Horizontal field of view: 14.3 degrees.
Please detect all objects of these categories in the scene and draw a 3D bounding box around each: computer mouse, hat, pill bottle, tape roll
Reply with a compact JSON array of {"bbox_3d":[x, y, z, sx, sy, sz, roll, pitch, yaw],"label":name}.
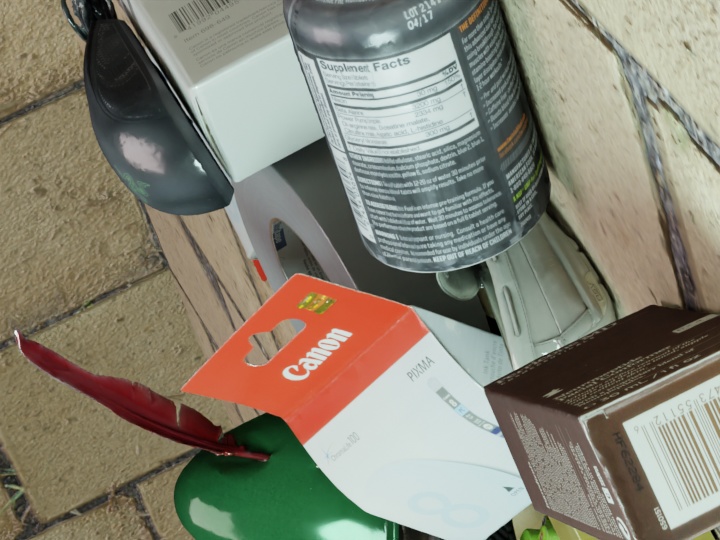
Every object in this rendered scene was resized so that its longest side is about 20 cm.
[{"bbox_3d":[-0.128,-0.086,1.667,0.139,0.053,0.200,58,179,-32],"label":"computer mouse"},{"bbox_3d":[-0.097,0.142,1.728,0.200,0.175,0.167,38,127,56],"label":"hat"},{"bbox_3d":[0.024,-0.106,1.450,0.106,0.106,0.201,54,166,54],"label":"pill bottle"},{"bbox_3d":[0.000,0.000,1.709,0.201,0.066,0.201,54,165,22],"label":"tape roll"}]

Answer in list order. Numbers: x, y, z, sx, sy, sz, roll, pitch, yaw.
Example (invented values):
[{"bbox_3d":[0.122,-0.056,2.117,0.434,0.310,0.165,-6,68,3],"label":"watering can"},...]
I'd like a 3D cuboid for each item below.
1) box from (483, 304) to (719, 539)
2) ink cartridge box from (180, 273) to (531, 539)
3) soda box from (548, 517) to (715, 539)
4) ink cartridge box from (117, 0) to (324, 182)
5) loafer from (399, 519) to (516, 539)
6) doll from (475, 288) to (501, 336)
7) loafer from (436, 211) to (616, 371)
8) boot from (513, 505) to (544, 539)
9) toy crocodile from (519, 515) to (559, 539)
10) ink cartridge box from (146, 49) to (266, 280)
[{"bbox_3d":[0.132,0.069,1.310,0.075,0.100,0.200,65,171,-4],"label":"box"},{"bbox_3d":[0.018,0.080,1.598,0.160,0.199,0.047,-43,34,51],"label":"ink cartridge box"},{"bbox_3d":[0.174,0.195,1.532,0.201,0.067,0.064,63,173,16],"label":"soda box"},{"bbox_3d":[-0.059,-0.163,1.668,0.200,0.145,0.085,57,173,45],"label":"ink cartridge box"},{"bbox_3d":[0.052,0.158,1.749,0.073,0.071,0.200,41,-146,-23],"label":"loafer"},{"bbox_3d":[0.071,0.017,1.728,0.137,0.048,0.200,64,172,1],"label":"doll"},{"bbox_3d":[0.069,-0.017,1.557,0.200,0.070,0.070,58,169,41],"label":"loafer"},{"bbox_3d":[0.021,0.133,1.856,0.176,0.199,0.066,65,173,-2],"label":"boot"},{"bbox_3d":[0.134,0.164,1.713,0.200,0.067,0.062,130,148,-82],"label":"toy crocodile"},{"bbox_3d":[-0.098,-0.080,1.944,0.161,0.047,0.200,63,161,8],"label":"ink cartridge box"}]
